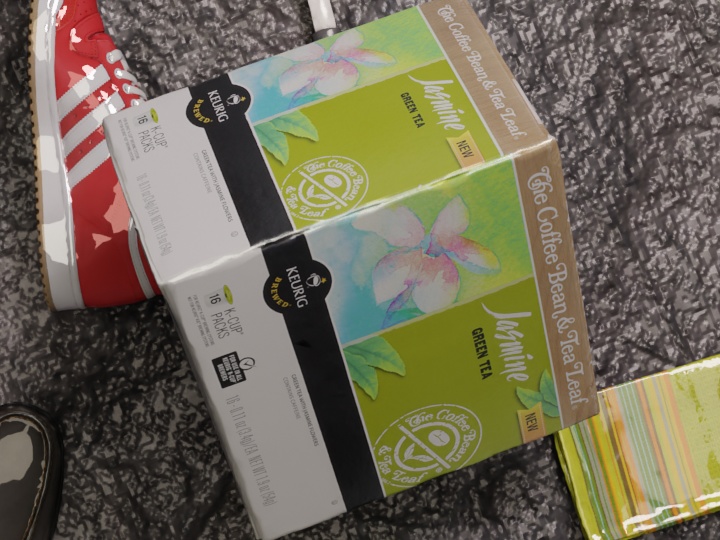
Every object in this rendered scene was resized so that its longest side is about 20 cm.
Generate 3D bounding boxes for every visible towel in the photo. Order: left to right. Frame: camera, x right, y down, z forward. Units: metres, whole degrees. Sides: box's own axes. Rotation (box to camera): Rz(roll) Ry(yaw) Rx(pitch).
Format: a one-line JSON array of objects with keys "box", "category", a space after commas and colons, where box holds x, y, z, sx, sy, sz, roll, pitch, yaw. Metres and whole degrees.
[{"box": [0.211, 0.090, 1.075, 0.199, 0.018, 0.086, -17, 87, -5], "category": "towel"}]

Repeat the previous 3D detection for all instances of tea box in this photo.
[{"box": [0.000, 0.000, 0.957, 0.196, 0.200, 0.134, -21, 45, -5], "category": "tea box"}]

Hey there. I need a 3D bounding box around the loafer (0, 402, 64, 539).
[{"box": [-0.216, 0.166, 1.016, 0.073, 0.072, 0.201, 21, 84, 0], "category": "loafer"}]

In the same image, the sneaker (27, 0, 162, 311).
[{"box": [-0.124, -0.081, 1.043, 0.112, 0.071, 0.201, -3, 93, 0], "category": "sneaker"}]

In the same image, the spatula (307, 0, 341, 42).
[{"box": [-0.024, -0.152, 1.079, 0.056, 0.021, 0.201, -12, 87, -6], "category": "spatula"}]
